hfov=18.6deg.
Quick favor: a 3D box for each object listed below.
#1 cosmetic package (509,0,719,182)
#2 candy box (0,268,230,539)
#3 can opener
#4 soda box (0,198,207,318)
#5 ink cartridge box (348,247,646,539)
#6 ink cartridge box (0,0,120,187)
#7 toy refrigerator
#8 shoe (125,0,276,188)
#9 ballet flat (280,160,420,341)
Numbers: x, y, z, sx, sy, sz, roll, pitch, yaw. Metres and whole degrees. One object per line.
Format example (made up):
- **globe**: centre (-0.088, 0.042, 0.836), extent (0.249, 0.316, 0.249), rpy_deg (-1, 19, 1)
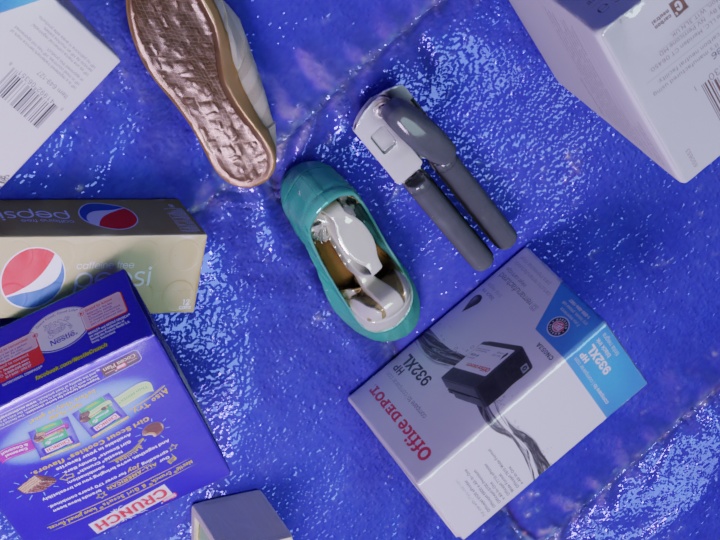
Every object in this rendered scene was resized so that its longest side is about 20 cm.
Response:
- **cosmetic package**: centre (0.223, -0.208, 1.654), extent (0.167, 0.200, 0.167), rpy_deg (-40, 128, -2)
- **candy box**: centre (-0.208, 0.113, 1.641), extent (0.168, 0.077, 0.201), rpy_deg (-25, 141, -3)
- **can opener**: centre (0.065, -0.067, 1.734), extent (0.053, 0.067, 0.200), rpy_deg (-41, 127, 0)
- **soda box**: centre (-0.217, -0.009, 1.621), extent (0.198, 0.064, 0.068), rpy_deg (-1, 117, -27)
- **ink cartridge box**: centre (0.109, 0.098, 1.800), extent (0.200, 0.145, 0.084), rpy_deg (-40, 127, -2)
- **ink cartridge box**: centre (-0.293, -0.136, 1.458), extent (0.200, 0.145, 0.147), rpy_deg (-45, 127, 2)
- **toy refrigerator**: centre (-0.104, 0.292, 1.841), extent (0.069, 0.076, 0.202), rpy_deg (-10, 121, -22)
- **shoe**: centre (-0.115, -0.153, 1.608), extent (0.069, 0.054, 0.201), rpy_deg (-12, 124, 18)
- **ballet flat**: centre (0.000, 0.000, 1.735), extent (0.067, 0.070, 0.201), rpy_deg (-37, 128, -5)
